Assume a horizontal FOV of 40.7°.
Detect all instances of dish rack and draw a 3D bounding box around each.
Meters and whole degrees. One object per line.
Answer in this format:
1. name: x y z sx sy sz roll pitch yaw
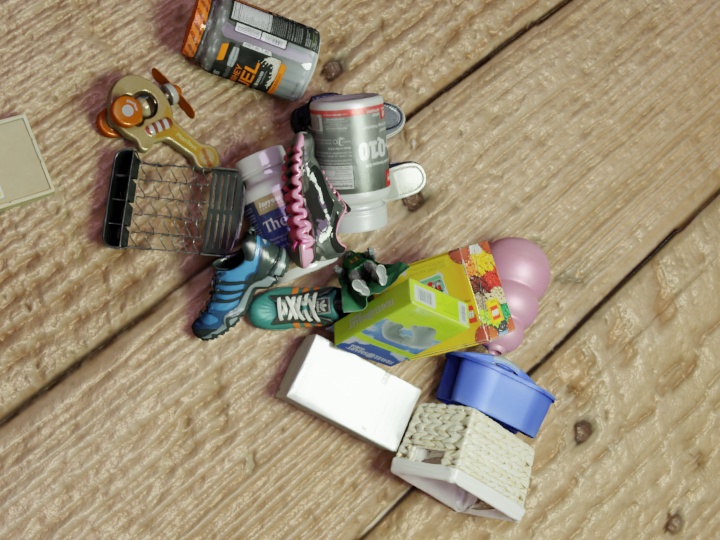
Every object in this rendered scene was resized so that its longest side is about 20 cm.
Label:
1. dish rack: -0.276 -0.096 1.462 0.199 0.055 0.154 6 82 4

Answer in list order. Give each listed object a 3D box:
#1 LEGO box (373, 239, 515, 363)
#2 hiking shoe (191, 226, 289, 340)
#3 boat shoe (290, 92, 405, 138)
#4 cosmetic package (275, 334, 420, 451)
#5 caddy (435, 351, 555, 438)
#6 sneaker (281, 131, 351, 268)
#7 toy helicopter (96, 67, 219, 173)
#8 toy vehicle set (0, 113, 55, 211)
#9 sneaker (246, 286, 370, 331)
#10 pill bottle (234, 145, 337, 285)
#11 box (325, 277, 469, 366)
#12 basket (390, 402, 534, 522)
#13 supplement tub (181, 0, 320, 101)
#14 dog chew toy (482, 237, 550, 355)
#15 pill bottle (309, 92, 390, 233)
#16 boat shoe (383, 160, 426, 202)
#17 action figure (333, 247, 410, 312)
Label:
1. LEGO box: 0.125 0.052 1.536 0.077 0.200 0.150 -17 89 -48
2. hiking shoe: -0.197 0.019 1.459 0.087 0.074 0.200 37 108 -25
3. boat shoe: -0.007 -0.252 1.590 0.199 0.093 0.075 -8 86 -21
4. cosmetic package: -0.020 0.193 1.534 0.199 0.081 0.113 28 76 -16
5. caddy: 0.221 0.193 1.592 0.199 0.141 0.105 27 80 -15
6. sneaker: -0.063 -0.106 1.441 0.095 0.079 0.201 -6 96 -17
7. toy helicopter: -0.297 -0.227 1.504 0.200 0.079 0.133 38 63 -23
8. toy vehicle set: -0.561 -0.139 1.408 0.199 0.026 0.125 -21 90 -21
9. sneaker: -0.078 0.055 1.530 0.199 0.080 0.072 -5 85 -20
10. pill bottle: -0.121 -0.088 1.517 0.111 0.111 0.201 -23 92 -21
11. box: 0.052 0.086 1.474 0.122 0.200 0.048 23 51 -34
12. basket: 0.168 0.301 1.533 0.200 0.135 0.124 38 63 -38
13. supplement tub: -0.173 -0.353 1.528 0.199 0.122 0.123 17 78 -17
14. dog chew toy: 0.244 0.047 1.617 0.124 0.124 0.201 25 64 -15
15. pill bottle: -0.013 -0.166 1.496 0.113 0.114 0.201 -12 107 -21
16. boat shoe: 0.007 -0.139 1.594 0.199 0.062 0.075 -18 101 -2
17. action figure: 0.000 0.000 1.510 0.118 0.200 0.055 -30 105 -4
